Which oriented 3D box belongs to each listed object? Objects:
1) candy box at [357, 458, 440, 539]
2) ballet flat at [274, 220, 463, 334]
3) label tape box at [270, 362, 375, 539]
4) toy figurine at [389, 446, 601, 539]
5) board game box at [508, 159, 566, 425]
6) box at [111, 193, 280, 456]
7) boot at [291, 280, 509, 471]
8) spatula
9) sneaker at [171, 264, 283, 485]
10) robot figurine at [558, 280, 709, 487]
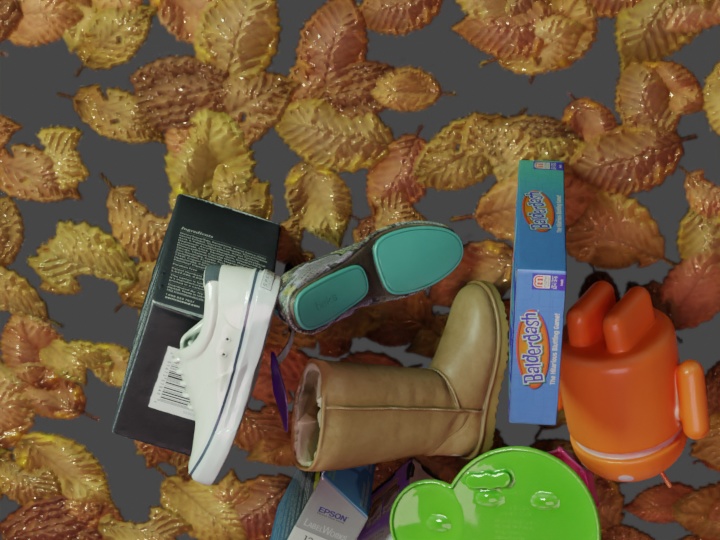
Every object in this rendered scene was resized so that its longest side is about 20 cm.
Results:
[{"bbox_3d":[0.014,0.309,1.745,0.071,0.200,0.168,38,117,-16],"label":"candy box"},{"bbox_3d":[0.000,0.000,1.625,0.199,0.072,0.073,-22,126,-31],"label":"ballet flat"},{"bbox_3d":[-0.025,0.210,1.724,0.066,0.144,0.201,24,119,-8],"label":"label tape box"},{"bbox_3d":[0.148,0.228,1.704,0.198,0.184,0.152,-1,93,19],"label":"toy figurine"},{"bbox_3d":[0.154,0.015,1.565,0.045,0.200,0.153,3,119,5],"label":"board game box"},{"bbox_3d":[-0.145,0.049,1.610,0.104,0.201,0.149,17,121,-7],"label":"box"},{"bbox_3d":[0.038,0.093,1.614,0.199,0.066,0.177,4,88,-34],"label":"boot"},{"bbox_3d":[-0.067,0.062,1.613,0.020,0.201,0.057,2,131,2],"label":"spatula"},{"bbox_3d":[-0.121,0.082,1.479,0.070,0.073,0.201,17,111,0],"label":"sneaker"},{"bbox_3d":[0.244,0.111,1.659,0.143,0.117,0.201,-12,118,4],"label":"robot figurine"}]
